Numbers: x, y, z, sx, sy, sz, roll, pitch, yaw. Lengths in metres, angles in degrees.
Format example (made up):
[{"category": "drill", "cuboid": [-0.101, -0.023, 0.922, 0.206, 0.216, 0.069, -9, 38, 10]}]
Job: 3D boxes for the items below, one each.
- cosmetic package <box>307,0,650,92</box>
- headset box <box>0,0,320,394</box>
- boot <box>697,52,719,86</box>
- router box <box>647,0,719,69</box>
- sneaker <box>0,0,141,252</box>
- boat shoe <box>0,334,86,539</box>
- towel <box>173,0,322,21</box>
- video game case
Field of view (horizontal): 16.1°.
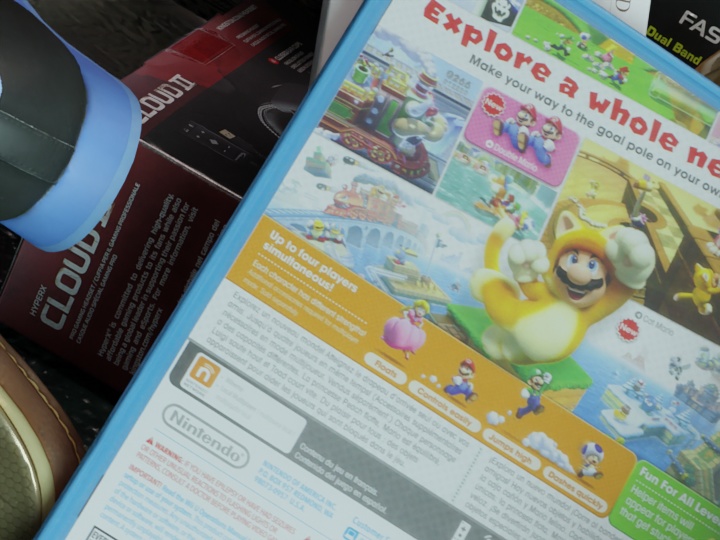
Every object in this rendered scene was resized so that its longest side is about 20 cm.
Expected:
[{"category": "cosmetic package", "cuboid": [0.021, -0.003, 0.639, 0.082, 0.201, 0.051, 10, -14, -2]}, {"category": "headset box", "cuboid": [0.000, 0.000, 0.748, 0.199, 0.077, 0.149, 29, 25, 7]}, {"category": "boot", "cuboid": [0.165, 0.014, 0.766, 0.200, 0.066, 0.175, 56, 22, -12]}, {"category": "router box", "cuboid": [0.109, -0.079, 0.950, 0.150, 0.062, 0.200, 34, 8, 15]}, {"category": "sneaker", "cuboid": [-0.134, -0.066, 0.696, 0.078, 0.070, 0.200, 30, -2, -37]}, {"category": "boat shoe", "cuboid": [-0.137, 0.001, 0.623, 0.200, 0.072, 0.067, 34, 28, 23]}, {"category": "towel", "cuboid": [-0.031, -0.113, 0.849, 0.200, 0.035, 0.193, 34, -11, 27]}, {"category": "video game case", "cuboid": [0.026, 0.032, 0.592, 0.143, 0.200, 0.018, 33, -17, -7]}]
